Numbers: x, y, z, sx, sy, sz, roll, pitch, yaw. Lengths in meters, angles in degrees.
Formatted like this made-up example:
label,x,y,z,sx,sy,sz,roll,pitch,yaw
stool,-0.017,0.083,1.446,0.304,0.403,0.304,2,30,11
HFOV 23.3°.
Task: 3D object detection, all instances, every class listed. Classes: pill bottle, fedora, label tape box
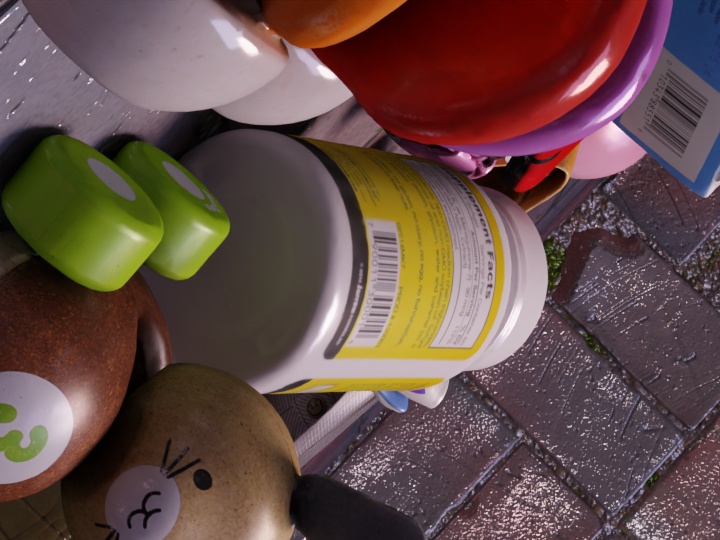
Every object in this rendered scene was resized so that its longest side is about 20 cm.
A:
label,x,y,z,sx,sy,sz,roll,pitch,yaw
pill bottle,0.000,0.000,0.817,0.114,0.115,0.199,-49,153,22
fedora,-0.033,0.065,1.140,0.200,0.091,0.177,-41,174,24
label tape box,0.207,-0.145,0.768,0.200,0.063,0.145,-42,163,-23

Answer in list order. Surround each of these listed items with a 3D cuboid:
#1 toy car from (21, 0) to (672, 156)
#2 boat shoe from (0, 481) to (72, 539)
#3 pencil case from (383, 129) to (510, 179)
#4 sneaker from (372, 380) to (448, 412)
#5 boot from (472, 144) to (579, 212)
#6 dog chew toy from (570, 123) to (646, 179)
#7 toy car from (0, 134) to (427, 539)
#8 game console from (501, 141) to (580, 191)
label,x,y,z,sx,sy,sz,roll,pitch,yaw
toy car,0.019,-0.098,0.474,0.175,0.150,0.200,-48,172,10
boat shoe,-0.143,0.084,0.828,0.200,0.072,0.066,-35,-159,-10
pencil case,0.091,-0.137,0.911,0.200,0.087,0.083,-48,-167,-9
sneaker,-0.010,0.018,0.932,0.081,0.146,0.200,-49,173,18
boot,0.121,-0.103,0.965,0.200,0.071,0.145,-22,-142,27
dog chew toy,0.172,-0.162,1.158,0.201,0.124,0.124,-57,170,16
toy car,-0.079,0.077,0.651,0.164,0.200,0.158,-48,173,11
game console,0.114,-0.161,0.826,0.200,0.119,0.172,-44,174,-14
